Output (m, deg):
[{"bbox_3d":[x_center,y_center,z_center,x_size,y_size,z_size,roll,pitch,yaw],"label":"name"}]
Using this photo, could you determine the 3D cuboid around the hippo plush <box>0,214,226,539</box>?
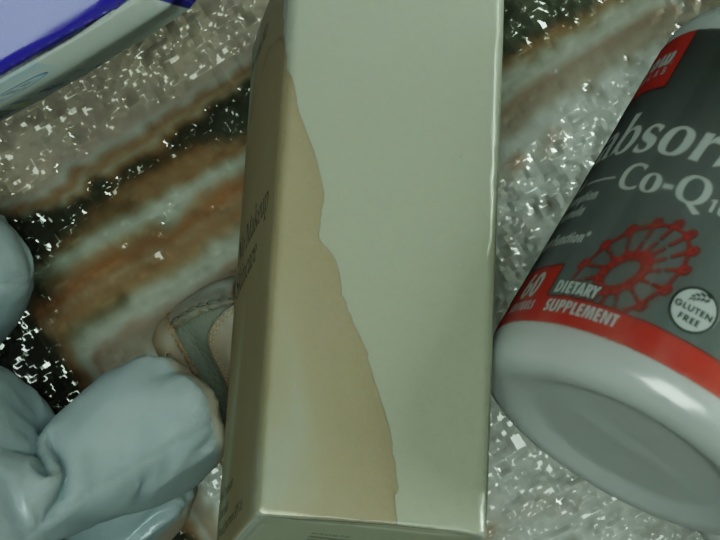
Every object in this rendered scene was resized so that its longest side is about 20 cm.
[{"bbox_3d":[-0.168,0.059,0.763,0.161,0.200,0.159,50,129,16],"label":"hippo plush"}]

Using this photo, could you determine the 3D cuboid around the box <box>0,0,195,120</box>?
[{"bbox_3d":[-0.151,-0.154,0.717,0.105,0.184,0.200,-29,95,3],"label":"box"}]

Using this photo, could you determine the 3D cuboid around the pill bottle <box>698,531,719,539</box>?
[{"bbox_3d":[0.221,0.050,0.762,0.112,0.112,0.200,42,96,-3],"label":"pill bottle"}]

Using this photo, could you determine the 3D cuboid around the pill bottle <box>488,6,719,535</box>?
[{"bbox_3d":[0.137,-0.019,0.731,0.116,0.116,0.200,32,71,-2],"label":"pill bottle"}]

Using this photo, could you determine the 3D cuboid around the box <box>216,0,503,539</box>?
[{"bbox_3d":[0.000,0.000,0.732,0.078,0.095,0.200,6,70,-10],"label":"box"}]

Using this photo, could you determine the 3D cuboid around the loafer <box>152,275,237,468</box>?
[{"bbox_3d":[-0.015,0.094,0.804,0.063,0.072,0.200,-24,89,21],"label":"loafer"}]
